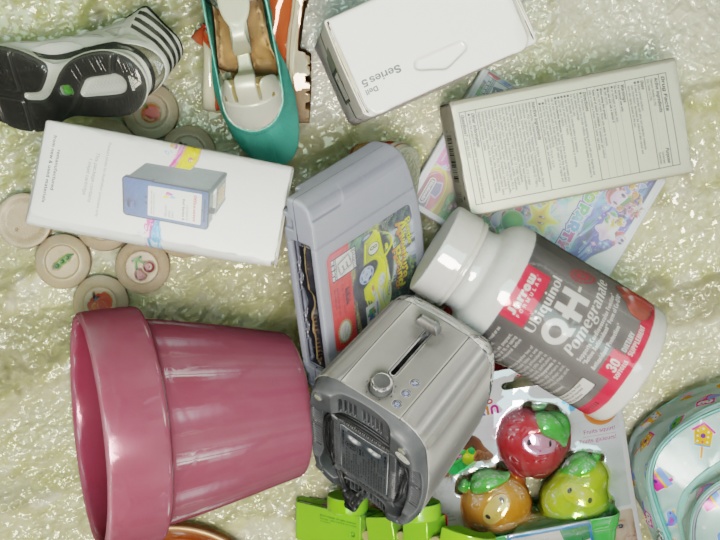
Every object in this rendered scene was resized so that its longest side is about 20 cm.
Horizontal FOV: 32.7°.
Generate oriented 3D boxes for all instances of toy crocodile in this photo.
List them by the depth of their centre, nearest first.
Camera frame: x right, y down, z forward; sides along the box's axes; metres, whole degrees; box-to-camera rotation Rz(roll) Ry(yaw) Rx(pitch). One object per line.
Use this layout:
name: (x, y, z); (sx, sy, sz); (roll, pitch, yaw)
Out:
toy crocodile: (0.024, 0.231, 1.086); (0.200, 0.062, 0.068); (-1, 93, 35)

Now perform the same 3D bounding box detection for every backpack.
backpack: (0.340, 0.205, 1.097); (0.176, 0.153, 0.200); (-26, 90, 4)

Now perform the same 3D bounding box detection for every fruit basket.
fruit basket: (0.155, 0.185, 1.100); (0.185, 0.094, 0.200); (-9, 102, -2)

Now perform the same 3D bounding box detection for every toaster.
toaster: (0.036, 0.115, 1.002); (0.114, 0.200, 0.129); (31, 60, 21)

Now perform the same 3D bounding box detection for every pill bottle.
pill bottle: (0.146, 0.032, 1.030); (0.200, 0.111, 0.111); (31, 92, -4)

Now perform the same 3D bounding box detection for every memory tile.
memory tile: (-0.211, -0.057, 1.098); (0.200, 0.017, 0.153); (-41, 96, 0)

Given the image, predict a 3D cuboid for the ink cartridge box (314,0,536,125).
ink cartridge box: (0.046, -0.187, 1.013); (0.145, 0.200, 0.084); (-25, 96, -2)

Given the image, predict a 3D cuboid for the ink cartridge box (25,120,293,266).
ink cartridge box: (-0.159, -0.062, 1.020); (0.200, 0.145, 0.088); (12, 92, -4)

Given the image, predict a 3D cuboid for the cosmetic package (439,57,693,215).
cosmetic package: (0.178, -0.116, 1.075); (0.200, 0.073, 0.104); (-10, 96, -4)

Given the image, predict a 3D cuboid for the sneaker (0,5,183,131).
sneaker: (-0.241, -0.177, 1.064); (0.200, 0.115, 0.076); (4, 121, 26)

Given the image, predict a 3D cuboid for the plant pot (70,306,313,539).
plant pot: (-0.144, 0.124, 1.041); (0.179, 0.200, 0.200); (-6, 95, -19)

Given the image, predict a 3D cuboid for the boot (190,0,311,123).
boot: (-0.094, -0.230, 1.066); (0.107, 0.075, 0.200); (2, 96, 1)

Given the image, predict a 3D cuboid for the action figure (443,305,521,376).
action figure: (0.141, 0.062, 1.121); (0.200, 0.052, 0.066); (3, 100, -3)

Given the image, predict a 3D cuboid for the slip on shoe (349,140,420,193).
slip on shoe: (0.002, -0.021, 1.099); (0.061, 0.074, 0.200); (19, 104, 32)

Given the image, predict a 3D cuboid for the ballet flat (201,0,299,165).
ballet flat: (-0.098, -0.178, 1.011); (0.067, 0.070, 0.200); (-9, 103, 8)

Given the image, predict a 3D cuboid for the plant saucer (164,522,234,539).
plant saucer: (-0.173, 0.328, 1.127); (0.200, 0.032, 0.201); (0, 95, -3)

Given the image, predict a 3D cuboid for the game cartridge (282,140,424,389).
game cartridge: (0.000, 0.000, 1.027); (0.133, 0.041, 0.200); (-38, 135, -39)

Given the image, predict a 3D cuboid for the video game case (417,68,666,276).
video game case: (0.160, -0.073, 1.123); (0.200, 0.018, 0.143); (30, 92, -6)
